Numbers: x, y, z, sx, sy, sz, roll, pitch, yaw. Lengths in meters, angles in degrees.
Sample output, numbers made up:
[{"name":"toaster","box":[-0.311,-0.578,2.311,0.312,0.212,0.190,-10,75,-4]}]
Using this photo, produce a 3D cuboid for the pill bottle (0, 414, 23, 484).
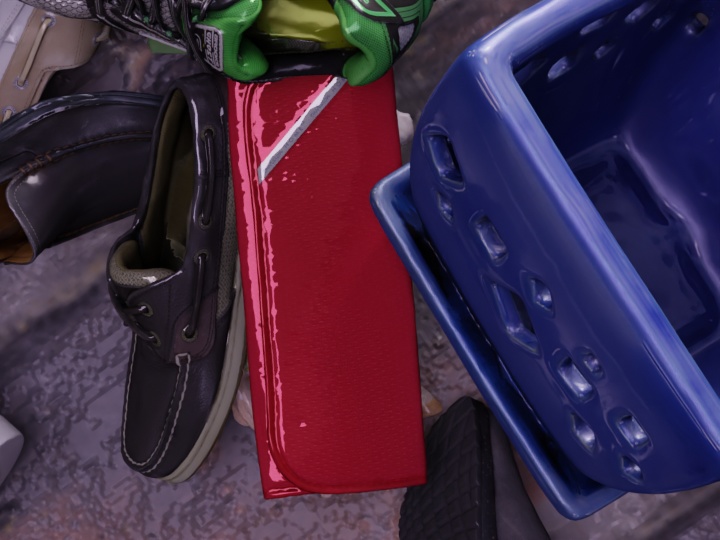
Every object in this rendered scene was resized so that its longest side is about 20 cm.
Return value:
[{"name":"pill bottle","box":[-0.262,0.047,1.257,0.200,0.112,0.112,40,98,8]}]

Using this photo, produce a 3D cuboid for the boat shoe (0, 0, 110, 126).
[{"name":"boat shoe","box":[-0.152,-0.126,1.255,0.068,0.075,0.200,32,110,-14]}]

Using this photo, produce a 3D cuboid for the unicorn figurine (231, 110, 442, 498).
[{"name":"unicorn figurine","box":[0.000,0.000,1.224,0.137,0.074,0.200,36,95,4]}]

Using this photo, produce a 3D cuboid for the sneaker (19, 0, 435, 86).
[{"name":"sneaker","box":[-0.069,-0.127,1.139,0.199,0.085,0.078,7,130,14]}]

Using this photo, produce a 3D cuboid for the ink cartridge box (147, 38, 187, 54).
[{"name":"ink cartridge box","box":[-0.047,-0.195,1.180,0.117,0.067,0.200,2,129,11]}]

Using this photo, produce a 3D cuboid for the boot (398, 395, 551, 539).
[{"name":"boot","box":[0.093,0.157,1.206,0.070,0.131,0.200,-48,36,40]}]

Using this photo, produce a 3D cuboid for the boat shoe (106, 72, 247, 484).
[{"name":"boat shoe","box":[-0.086,0.001,1.217,0.072,0.066,0.201,36,115,51]}]

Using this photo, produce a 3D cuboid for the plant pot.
[{"name":"plant pot","box":[0.131,-0.018,1.122,0.200,0.180,0.200,-30,85,-29]}]

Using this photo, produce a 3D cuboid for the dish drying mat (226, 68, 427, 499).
[{"name":"dish drying mat","box":[-0.015,0.001,1.178,0.077,0.018,0.201,-5,97,-5]}]

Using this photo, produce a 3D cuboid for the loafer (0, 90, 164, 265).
[{"name":"loafer","box":[-0.158,-0.029,1.231,0.200,0.073,0.072,-15,46,-9]}]
